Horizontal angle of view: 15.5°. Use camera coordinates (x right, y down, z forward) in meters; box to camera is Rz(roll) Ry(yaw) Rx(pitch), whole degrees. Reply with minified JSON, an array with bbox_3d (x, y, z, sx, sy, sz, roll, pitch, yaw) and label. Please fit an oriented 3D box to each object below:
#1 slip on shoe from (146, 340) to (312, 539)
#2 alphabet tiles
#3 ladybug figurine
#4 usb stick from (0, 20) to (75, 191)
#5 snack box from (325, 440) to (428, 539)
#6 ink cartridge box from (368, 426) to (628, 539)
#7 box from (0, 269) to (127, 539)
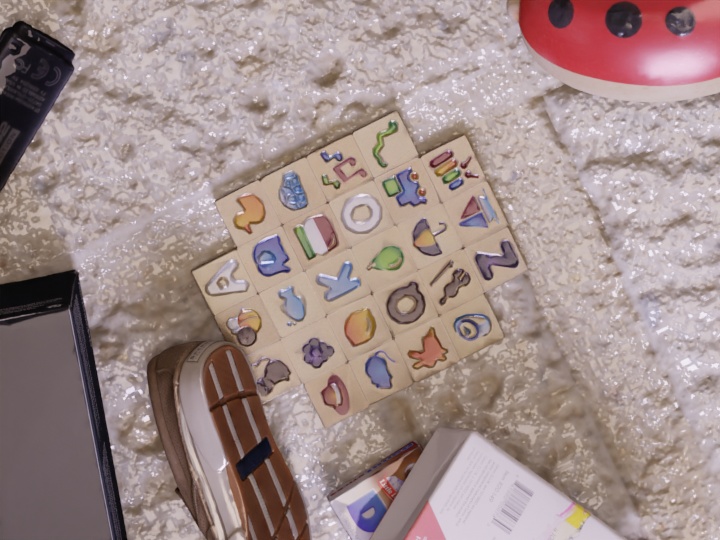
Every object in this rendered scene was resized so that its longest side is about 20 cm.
[{"bbox_3d":[-0.087,0.141,1.706,0.060,0.076,0.201,-5,112,36],"label":"slip on shoe"},{"bbox_3d":[0.000,0.000,1.715,0.199,0.006,0.167,-27,100,0],"label":"alphabet tiles"},{"bbox_3d":[0.186,-0.175,1.640,0.199,0.072,0.136,-8,69,15],"label":"ladybug figurine"},{"bbox_3d":[-0.249,-0.063,1.669,0.055,0.033,0.200,29,96,-29],"label":"usb stick"},{"bbox_3d":[0.059,0.214,1.742,0.072,0.024,0.200,-32,100,-2],"label":"snack box"},{"bbox_3d":[0.108,0.203,1.704,0.200,0.067,0.117,36,78,-14],"label":"ink cartridge box"},{"bbox_3d":[-0.196,0.113,1.650,0.079,0.141,0.201,-10,99,0],"label":"box"}]
